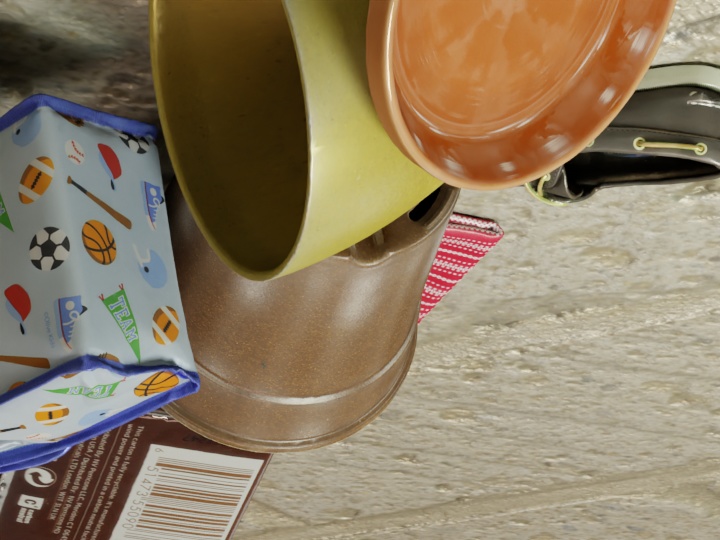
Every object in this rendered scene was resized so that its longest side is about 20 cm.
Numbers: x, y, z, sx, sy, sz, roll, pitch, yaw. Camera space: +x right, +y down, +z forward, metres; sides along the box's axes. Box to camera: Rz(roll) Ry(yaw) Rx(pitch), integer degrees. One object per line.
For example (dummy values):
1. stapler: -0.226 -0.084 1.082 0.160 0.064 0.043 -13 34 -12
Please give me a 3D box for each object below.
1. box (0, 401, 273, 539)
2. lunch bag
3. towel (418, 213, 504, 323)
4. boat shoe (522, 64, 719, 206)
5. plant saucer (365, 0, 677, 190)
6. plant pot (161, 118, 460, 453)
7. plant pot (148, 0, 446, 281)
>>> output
1. box: -0.155 0.070 1.474 0.163 0.201 0.166 10 135 -17
2. lunch bag: -0.201 0.019 1.287 0.200 0.171 0.124 -26 155 32
3. towel: 0.000 0.000 1.570 0.144 0.023 0.200 10 156 -16
4. boat shoe: 0.128 -0.073 1.333 0.200 0.061 0.072 -9 153 27
5. plant saucer: 0.078 -0.136 1.069 0.032 0.201 0.200 31 179 41
6. plant pot: -0.037 -0.023 1.328 0.199 0.201 0.198 8 149 -11
7. plant pot: -0.008 -0.107 1.155 0.141 0.201 0.200 -13 164 -25
